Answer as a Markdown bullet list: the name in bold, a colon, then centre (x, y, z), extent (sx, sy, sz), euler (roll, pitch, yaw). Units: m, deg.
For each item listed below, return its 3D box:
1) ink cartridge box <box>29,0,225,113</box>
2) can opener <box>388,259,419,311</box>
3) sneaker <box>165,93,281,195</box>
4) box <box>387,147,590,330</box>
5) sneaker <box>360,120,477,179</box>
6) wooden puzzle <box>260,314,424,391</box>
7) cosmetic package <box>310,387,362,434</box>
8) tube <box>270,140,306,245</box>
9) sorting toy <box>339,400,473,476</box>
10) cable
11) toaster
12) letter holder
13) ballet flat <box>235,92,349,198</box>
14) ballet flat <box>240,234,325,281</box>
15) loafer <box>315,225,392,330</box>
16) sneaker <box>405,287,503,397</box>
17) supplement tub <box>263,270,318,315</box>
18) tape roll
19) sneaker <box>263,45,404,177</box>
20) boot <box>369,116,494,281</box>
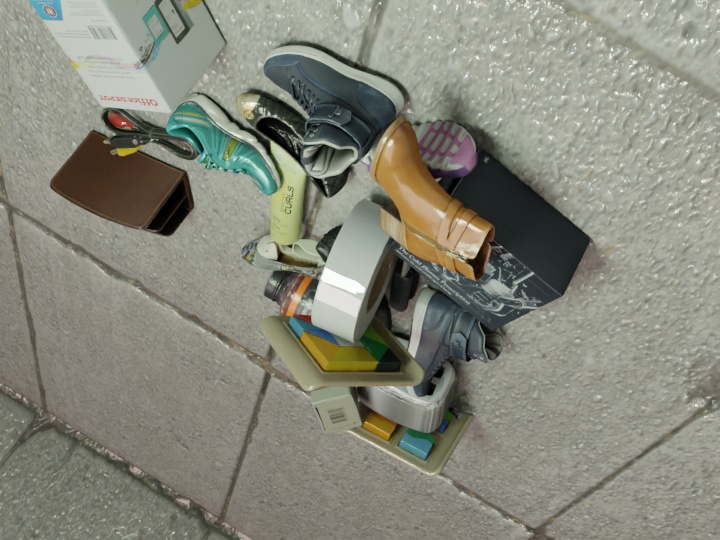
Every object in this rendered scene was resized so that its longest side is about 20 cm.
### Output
- **ink cartridge box**: centre (-0.309, -0.334, 1.489), extent (0.146, 0.147, 0.201), euler (10, 144, 34)
- **can opener**: centre (0.087, 0.007, 1.720), extent (0.066, 0.054, 0.201), euler (27, 152, 12)
- **sneaker**: centre (-0.206, -0.176, 1.690), extent (0.199, 0.080, 0.078), euler (39, 153, 0)
- **box**: centre (0.170, -0.037, 1.514), extent (0.199, 0.105, 0.182), euler (38, 150, -9)
- **sneaker**: centre (0.078, -0.141, 1.467), extent (0.199, 0.081, 0.089), euler (11, 140, 44)
- **wooden puzzle**: centre (-0.026, 0.113, 1.663), extent (0.185, 0.198, 0.038), euler (47, 130, 49)
- **cosmetic package**: centre (-0.052, 0.171, 1.963), extent (0.070, 0.201, 0.106), euler (-14, 138, 4)
- **tube**: centre (-0.115, -0.118, 1.739), extent (0.057, 0.052, 0.201), euler (3, 145, -4)
- **sorting toy**: centre (0.086, 0.269, 2.011), extent (0.198, 0.185, 0.037), euler (22, 125, 15)
- **cable**: centre (-0.347, -0.229, 1.830), extent (0.198, 0.050, 0.098), euler (3, 124, 24)
- **toaster**: centre (0.088, 0.200, 1.947), extent (0.199, 0.114, 0.130), euler (26, 155, 11)
- **letter holder**: centre (-0.412, -0.126, 1.924), extent (0.198, 0.143, 0.101), euler (24, 151, 15)
- **ballet flat**: centre (-0.099, -0.184, 1.606), extent (0.199, 0.057, 0.066), euler (38, 150, -9)
- **ballet flat**: centre (-0.114, -0.033, 1.849), extent (0.198, 0.072, 0.072), euler (13, 147, 22)
- **loafer**: centre (-0.012, 0.025, 1.788), extent (0.068, 0.070, 0.202), euler (16, 138, 58)
- **sneaker**: centre (0.149, 0.139, 1.791), extent (0.145, 0.077, 0.204), euler (19, 125, 19)
- **supplement tub**: centre (-0.064, 0.060, 1.900), extent (0.199, 0.107, 0.107), euler (29, 152, 7)
- **tape roll**: centre (0.000, 0.000, 1.640), extent (0.070, 0.204, 0.203), euler (22, 150, 10)
- **sneaker**: centre (-0.065, -0.204, 1.435), extent (0.201, 0.147, 0.077), euler (22, 152, 21)
- **boot**: centre (0.094, -0.085, 1.358), extent (0.154, 0.074, 0.201), euler (32, 152, 28)
